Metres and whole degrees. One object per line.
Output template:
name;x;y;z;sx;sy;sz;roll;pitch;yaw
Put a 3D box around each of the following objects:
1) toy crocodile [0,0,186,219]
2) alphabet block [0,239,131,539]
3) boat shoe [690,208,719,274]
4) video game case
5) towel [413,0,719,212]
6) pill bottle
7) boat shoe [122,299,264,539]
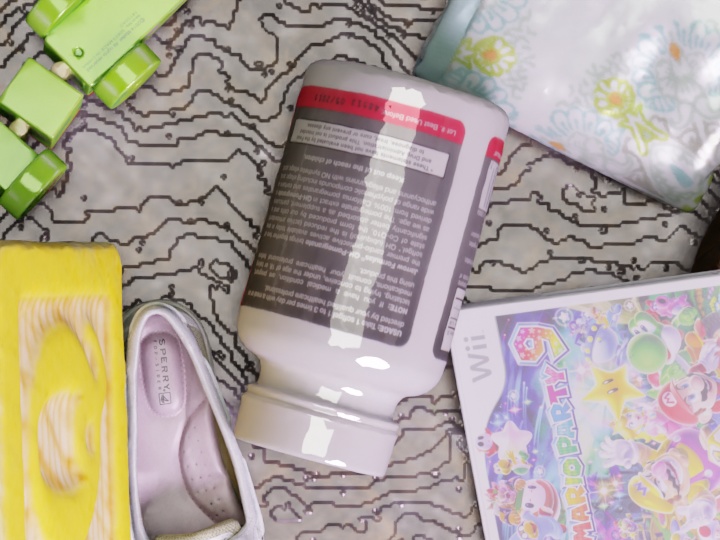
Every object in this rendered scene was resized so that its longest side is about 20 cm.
toy crocodile;-0.163;-0.091;1.493;0.067;0.062;0.200;41;82;-2
alphabet block;-0.234;0.084;1.393;0.200;0.195;0.197;-2;91;14
boat shoe;0.224;-0.025;1.511;0.065;0.072;0.200;23;83;-4
video game case;0.151;0.076;1.482;0.200;0.018;0.143;-8;98;20
towel;0.144;-0.150;1.491;0.171;0.048;0.200;27;108;-2
pill bottle;0.000;0.000;1.473;0.111;0.111;0.200;16;88;-4
boat shoe;-0.090;0.115;1.487;0.074;0.065;0.202;-9;89;-4
